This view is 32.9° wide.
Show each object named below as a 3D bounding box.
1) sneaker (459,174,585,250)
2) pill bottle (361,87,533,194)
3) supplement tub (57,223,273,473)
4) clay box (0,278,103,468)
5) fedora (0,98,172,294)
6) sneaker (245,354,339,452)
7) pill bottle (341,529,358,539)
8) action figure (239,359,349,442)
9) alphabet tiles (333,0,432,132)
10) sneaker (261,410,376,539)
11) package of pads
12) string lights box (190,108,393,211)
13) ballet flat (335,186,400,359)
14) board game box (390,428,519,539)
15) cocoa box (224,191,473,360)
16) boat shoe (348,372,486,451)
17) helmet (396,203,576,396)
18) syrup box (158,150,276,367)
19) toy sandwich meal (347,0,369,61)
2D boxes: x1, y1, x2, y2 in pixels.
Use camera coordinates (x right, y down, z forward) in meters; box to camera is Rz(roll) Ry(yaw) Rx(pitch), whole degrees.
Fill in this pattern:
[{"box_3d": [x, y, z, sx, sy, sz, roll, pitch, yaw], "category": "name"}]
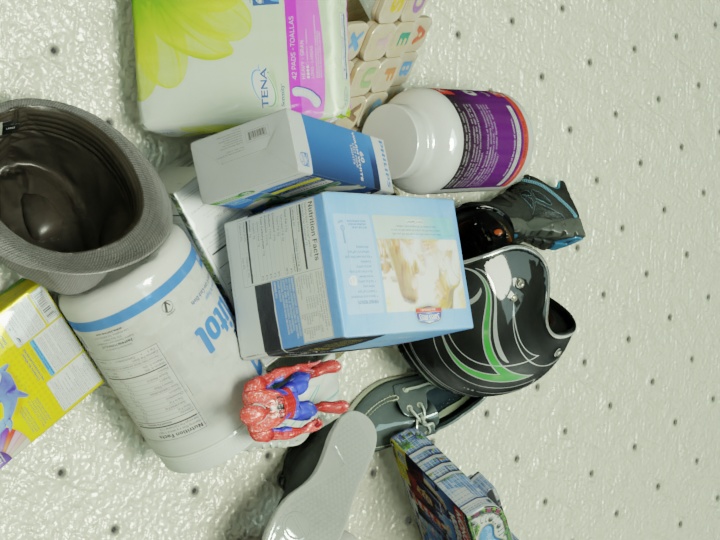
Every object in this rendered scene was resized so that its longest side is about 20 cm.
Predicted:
[{"box_3d": [0.182, -0.070, 1.455, 0.199, 0.073, 0.083, 2, 70, -41], "category": "sneaker"}, {"box_3d": [0.093, -0.140, 1.317, 0.199, 0.112, 0.114, -7, 98, -50], "category": "pill bottle"}, {"box_3d": [-0.175, 0.070, 1.122, 0.132, 0.131, 0.201, -43, 119, -28], "category": "supplement tub"}, {"box_3d": [-0.332, 0.111, 1.050, 0.200, 0.047, 0.115, -41, 118, -28], "category": "clay box"}, {"box_3d": [-0.261, -0.050, 1.032, 0.176, 0.091, 0.200, -30, 69, -40], "category": "fedora"}, {"box_3d": [-0.092, 0.153, 1.237, 0.200, 0.070, 0.081, -32, 120, -32], "category": "sneaker"}, {"box_3d": [-0.089, 0.334, 1.226, 0.199, 0.112, 0.113, -7, 98, -38], "category": "pill bottle"}, {"box_3d": [-0.062, 0.119, 1.128, 0.200, 0.051, 0.066, -8, 92, -68], "category": "action figure"}, {"box_3d": [0.012, -0.200, 1.246, 0.195, 0.015, 0.201, -24, 142, -60], "category": "alphabet tiles"}, {"box_3d": [-0.057, 0.238, 1.240, 0.071, 0.099, 0.201, 39, 55, -12], "category": "sneaker"}, {"box_3d": [-0.109, -0.205, 1.126, 0.068, 0.198, 0.156, -40, 128, -80], "category": "package of pads"}, {"box_3d": [-0.058, -0.095, 1.132, 0.200, 0.102, 0.059, 5, 71, -64], "category": "string lights box"}, {"box_3d": [0.000, 0.000, 1.295, 0.068, 0.075, 0.202, 20, 81, -39], "category": "ballet flat"}, {"box_3d": [0.128, 0.286, 1.310, 0.061, 0.200, 0.201, -31, 129, -17], "category": "board game box"}, {"box_3d": [-0.007, 0.006, 1.144, 0.199, 0.131, 0.135, -1, 79, -50], "category": "cocoa box"}, {"box_3d": [0.065, 0.153, 1.369, 0.199, 0.062, 0.073, -20, 106, -37], "category": "boat shoe"}, {"box_3d": [0.130, 0.044, 1.330, 0.199, 0.199, 0.192, -33, 119, -33], "category": "helmet"}, {"box_3d": [-0.129, -0.011, 1.186, 0.081, 0.078, 0.201, -41, 117, -30], "category": "syrup box"}, {"box_3d": [-0.067, -0.270, 1.220, 0.204, 0.070, 0.207, -4, 96, -39], "category": "toy sandwich meal"}]
